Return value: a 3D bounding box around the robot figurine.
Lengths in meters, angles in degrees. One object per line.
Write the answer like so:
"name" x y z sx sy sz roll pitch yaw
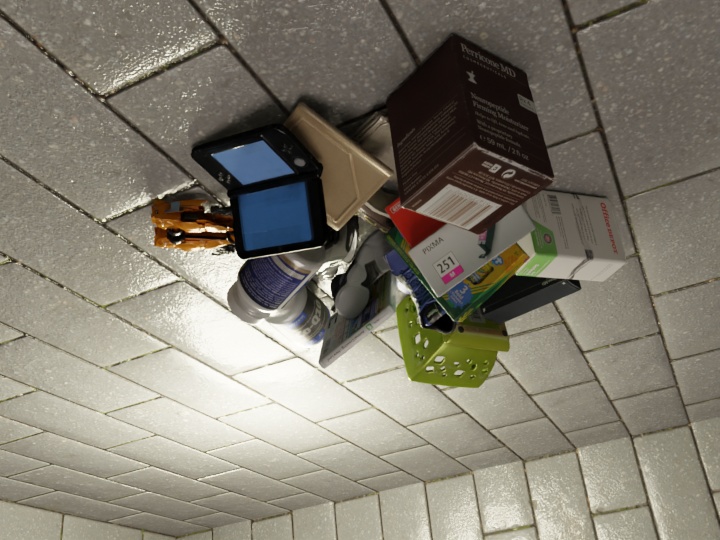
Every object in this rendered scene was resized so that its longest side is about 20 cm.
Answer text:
"robot figurine" -0.274 -0.082 1.398 0.195 0.059 0.146 1 150 -11

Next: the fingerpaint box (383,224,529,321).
"fingerpaint box" 0.166 -0.042 1.351 0.167 0.201 0.073 -43 162 13

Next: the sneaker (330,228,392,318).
"sneaker" 0.000 0.000 1.524 0.075 0.202 0.114 35 168 -16

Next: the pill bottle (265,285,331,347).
"pill bottle" -0.147 0.079 1.650 0.112 0.116 0.200 -15 150 16

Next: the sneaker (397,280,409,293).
"sneaker" 0.120 0.010 1.563 0.079 0.117 0.200 4 148 -12

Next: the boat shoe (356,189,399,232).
"boat shoe" 0.017 -0.118 1.383 0.059 0.073 0.199 -27 150 28

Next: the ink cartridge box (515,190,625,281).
"ink cartridge box" 0.384 -0.066 1.467 0.196 0.148 0.084 5 150 -19

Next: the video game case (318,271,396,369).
"video game case" -0.002 0.089 1.511 0.181 0.201 0.022 -40 103 16

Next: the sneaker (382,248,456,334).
"sneaker" 0.125 0.039 1.434 0.080 0.115 0.201 -35 101 14

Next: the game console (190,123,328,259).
"game console" -0.162 -0.120 1.235 0.197 0.118 0.176 -8 147 32

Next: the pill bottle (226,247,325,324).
"pill bottle" -0.164 0.007 1.470 0.114 0.117 0.200 19 129 -38

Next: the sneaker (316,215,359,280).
"sneaker" -0.061 -0.044 1.495 0.078 0.075 0.200 15 145 -24

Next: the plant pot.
"plant pot" 0.212 0.128 1.734 0.195 0.203 0.182 9 142 -25

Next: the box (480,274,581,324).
"box" 0.334 0.005 1.588 0.198 0.144 0.078 -27 145 34

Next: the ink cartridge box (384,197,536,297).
"ink cartridge box" 0.160 -0.086 1.276 0.199 0.175 0.044 -35 179 14

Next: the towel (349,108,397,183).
"towel" 0.068 -0.198 1.288 0.197 0.035 0.132 16 144 -37

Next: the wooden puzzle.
"wooden puzzle" -0.063 -0.167 1.262 0.184 0.038 0.200 35 141 -14

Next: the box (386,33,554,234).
"box" 0.155 -0.193 1.140 0.163 0.204 0.164 14 145 -33
